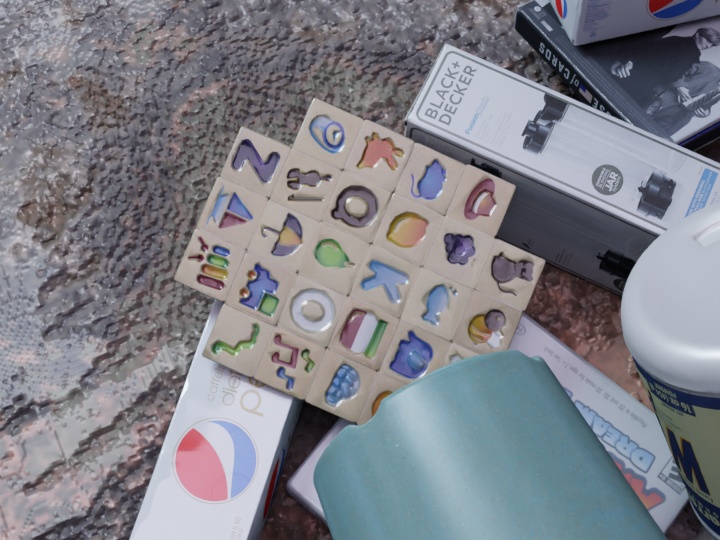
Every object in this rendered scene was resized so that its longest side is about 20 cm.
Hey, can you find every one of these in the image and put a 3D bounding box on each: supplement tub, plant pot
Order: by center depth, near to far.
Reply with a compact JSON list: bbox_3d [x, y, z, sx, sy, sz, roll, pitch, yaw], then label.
[{"bbox_3d":[0.079,0.163,0.745,0.199,0.201,0.197,-23,64,-9],"label":"plant pot"},{"bbox_3d":[0.238,0.073,0.774,0.144,0.201,0.146,-19,33,13],"label":"supplement tub"}]

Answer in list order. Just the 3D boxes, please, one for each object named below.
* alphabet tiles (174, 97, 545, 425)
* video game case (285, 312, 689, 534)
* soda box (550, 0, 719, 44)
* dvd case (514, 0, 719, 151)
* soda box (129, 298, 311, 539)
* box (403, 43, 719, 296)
[{"bbox_3d":[0.000,0.000,0.827,0.198,0.006,0.168,23,85,0],"label":"alphabet tiles"},{"bbox_3d":[0.086,0.126,0.860,0.199,0.024,0.182,38,74,11],"label":"video game case"},{"bbox_3d":[0.221,-0.210,0.909,0.198,0.064,0.069,-13,55,-12],"label":"soda box"},{"bbox_3d":[0.225,-0.161,0.936,0.199,0.025,0.151,-27,60,-20],"label":"dvd case"},{"bbox_3d":[-0.075,0.090,0.849,0.067,0.064,0.202,16,71,5],"label":"soda box"},{"bbox_3d":[0.125,-0.054,0.878,0.199,0.117,0.060,24,71,8],"label":"box"}]
